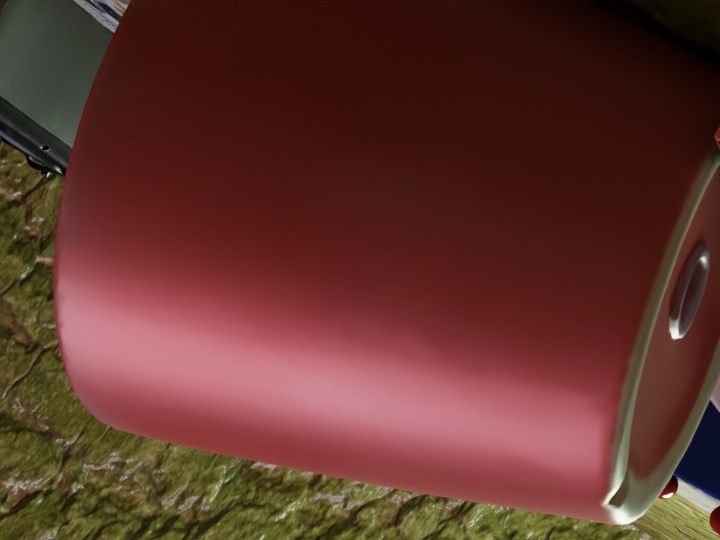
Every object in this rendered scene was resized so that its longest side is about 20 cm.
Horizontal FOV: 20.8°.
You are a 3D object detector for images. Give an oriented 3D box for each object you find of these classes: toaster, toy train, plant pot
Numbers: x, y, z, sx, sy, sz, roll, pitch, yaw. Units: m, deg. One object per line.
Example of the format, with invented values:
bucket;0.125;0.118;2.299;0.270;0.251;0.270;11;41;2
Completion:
toaster;-0.210;-0.136;1.255;0.181;0.119;0.200;28;173;47
toy train;0.260;0.129;1.150;0.116;0.085;0.200;23;-177;-44
plant pot;0.028;-0.015;0.634;0.177;0.201;0.200;19;170;21

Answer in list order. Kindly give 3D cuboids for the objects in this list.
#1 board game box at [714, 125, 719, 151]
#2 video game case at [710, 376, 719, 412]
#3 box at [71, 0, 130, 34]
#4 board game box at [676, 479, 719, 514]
board game box;0.193;0.010;0.599;0.153;0.040;0.200;31;175;22
video game case;0.151;0.040;0.823;0.143;0.017;0.200;54;-172;9
box;-0.076;-0.117;1.062;0.137;0.040;0.200;27;172;41
board game box;0.264;0.150;1.473;0.151;0.046;0.200;35;175;-23
